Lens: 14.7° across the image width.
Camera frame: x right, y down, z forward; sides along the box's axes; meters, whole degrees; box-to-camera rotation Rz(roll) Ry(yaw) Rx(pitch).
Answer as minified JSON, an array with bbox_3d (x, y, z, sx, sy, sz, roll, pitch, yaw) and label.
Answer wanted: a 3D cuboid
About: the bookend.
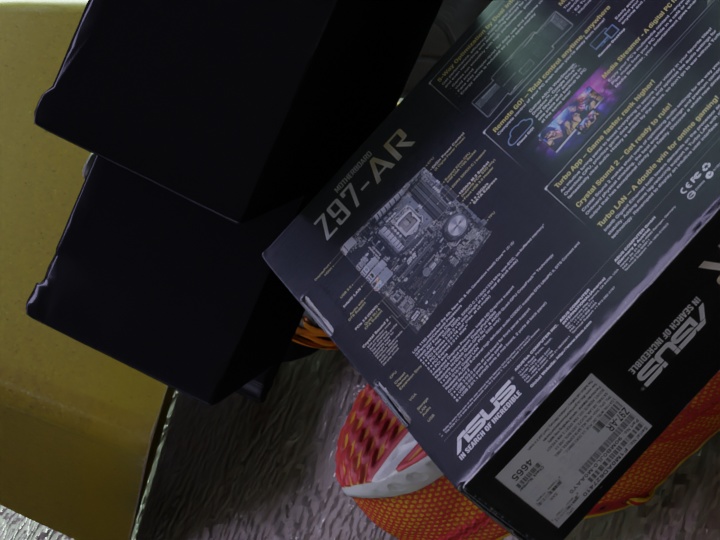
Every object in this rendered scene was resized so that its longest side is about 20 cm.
[{"bbox_3d":[-0.058,-0.044,0.952,0.200,0.092,0.199,-66,-9,14],"label":"bookend"}]

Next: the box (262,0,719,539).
[{"bbox_3d":[0.076,-0.033,0.854,0.200,0.044,0.160,-48,34,3],"label":"box"}]

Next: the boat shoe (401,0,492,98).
[{"bbox_3d":[0.008,-0.104,1.138,0.200,0.076,0.072,-40,7,-7],"label":"boat shoe"}]

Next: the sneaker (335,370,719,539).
[{"bbox_3d":[0.085,0.033,0.887,0.200,0.077,0.073,-27,39,32],"label":"sneaker"}]

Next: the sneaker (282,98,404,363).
[{"bbox_3d":[0.000,0.000,1.091,0.200,0.078,0.077,-40,49,54],"label":"sneaker"}]

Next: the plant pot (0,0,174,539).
[{"bbox_3d":[-0.155,-0.012,1.224,0.200,0.176,0.200,113,174,-69],"label":"plant pot"}]
